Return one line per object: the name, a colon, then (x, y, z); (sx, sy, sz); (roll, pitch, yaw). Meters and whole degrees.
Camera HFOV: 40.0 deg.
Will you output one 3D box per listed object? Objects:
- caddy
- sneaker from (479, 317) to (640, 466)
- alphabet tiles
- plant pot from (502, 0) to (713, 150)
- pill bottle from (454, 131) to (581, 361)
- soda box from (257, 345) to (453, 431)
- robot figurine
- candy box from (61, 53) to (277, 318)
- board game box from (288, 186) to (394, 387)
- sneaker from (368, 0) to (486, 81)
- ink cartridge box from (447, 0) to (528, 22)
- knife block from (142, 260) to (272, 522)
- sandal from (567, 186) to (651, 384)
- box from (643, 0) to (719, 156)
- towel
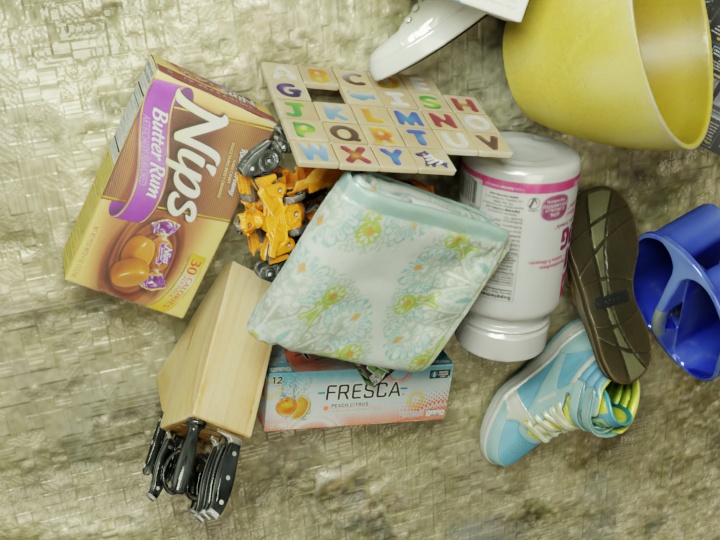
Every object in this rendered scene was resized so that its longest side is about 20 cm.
caddy: (0.345, 0.029, 1.028); (0.104, 0.142, 0.201); (-30, 148, -7)
sneaker: (0.217, 0.156, 1.067); (0.079, 0.131, 0.201); (31, 103, -31)
alphabet tiles: (0.025, -0.129, 0.840); (0.197, 0.168, 0.008); (1, 127, -19)
plant pot: (0.208, -0.196, 0.868); (0.140, 0.201, 0.201); (-6, 130, 36)
pill bottle: (0.147, -0.022, 0.965); (0.111, 0.114, 0.203); (-5, 117, -16)
soda box: (-0.009, 0.112, 1.007); (0.197, 0.064, 0.069); (-1, 115, -20)
robot figurine: (-0.024, -0.069, 0.868); (0.198, 0.058, 0.147); (-19, 117, -25)
candy box: (-0.169, -0.070, 0.866); (0.115, 0.057, 0.202); (21, 108, -27)
board game box: (0.000, 0.000, 0.941); (0.104, 0.023, 0.202); (-38, 111, -20)
sneaker: (0.076, -0.249, 0.866); (0.199, 0.073, 0.085); (-37, 98, 3)
ink cartridge box: (0.101, -0.312, 0.777); (0.114, 0.067, 0.203); (16, 104, -7)
knife block: (-0.128, 0.117, 0.902); (0.063, 0.176, 0.201); (27, 104, -29)
sandal: (0.251, 0.016, 1.025); (0.080, 0.055, 0.203); (-12, 87, -15)
box: (0.361, -0.204, 0.987); (0.197, 0.050, 0.159); (18, 109, -25)
towel: (0.022, 0.009, 0.859); (0.198, 0.048, 0.172); (15, 118, -38)
